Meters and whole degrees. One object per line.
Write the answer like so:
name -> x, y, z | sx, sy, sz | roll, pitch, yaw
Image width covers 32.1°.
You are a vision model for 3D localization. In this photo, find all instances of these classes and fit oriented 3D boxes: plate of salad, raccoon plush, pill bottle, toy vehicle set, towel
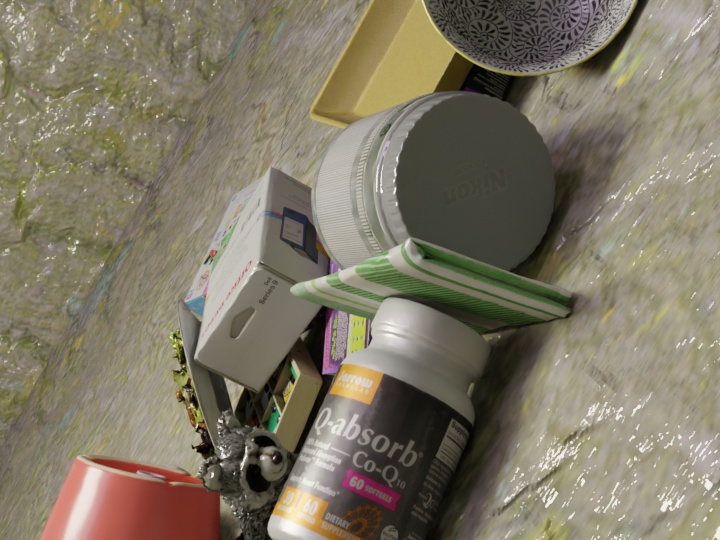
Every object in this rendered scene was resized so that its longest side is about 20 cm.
plate of salad -> -0.177, 0.131, 1.372 | 0.047, 0.202, 0.200 | -16, 22, -2
raccoon plush -> -0.112, 0.217, 1.137 | 0.200, 0.133, 0.097 | -49, 22, 32
pill bottle -> 0.019, 0.131, 0.945 | 0.202, 0.116, 0.116 | -66, 19, -14
toy vehicle set -> -0.092, 0.137, 1.349 | 0.200, 0.026, 0.126 | -130, 61, -71
towel -> 0.051, 0.018, 0.975 | 0.199, 0.151, 0.024 | -18, 58, 63

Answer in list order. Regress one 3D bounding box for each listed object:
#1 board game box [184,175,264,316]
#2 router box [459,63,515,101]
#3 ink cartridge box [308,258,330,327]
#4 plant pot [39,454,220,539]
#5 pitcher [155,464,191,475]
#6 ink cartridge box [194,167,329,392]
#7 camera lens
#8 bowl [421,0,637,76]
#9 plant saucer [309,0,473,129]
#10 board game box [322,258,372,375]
board game box -> -0.190, -0.036, 1.889 | 0.153, 0.040, 0.202 | -19, 45, 64
router box -> 0.109, -0.221, 1.335 | 0.151, 0.051, 0.200 | -67, 19, -12
ink cartridge box -> -0.061, 0.010, 1.453 | 0.199, 0.050, 0.110 | -28, 37, 58
plant pot -> -0.217, 0.275, 1.176 | 0.200, 0.198, 0.180 | 176, 107, -69
pitcher -> -0.224, 0.313, 1.365 | 0.200, 0.119, 0.174 | -171, 89, -82
ink cartridge box -> -0.102, 0.008, 1.342 | 0.146, 0.087, 0.201 | -54, 17, 27
camera lens -> 0.056, -0.064, 1.065 | 0.161, 0.159, 0.200 | -64, 18, -11
bowl -> 0.153, -0.259, 1.126 | 0.202, 0.199, 0.094 | -62, -12, -4
plant saucer -> 0.054, -0.217, 1.272 | 0.199, 0.048, 0.202 | 26, 86, 56
board game box -> 0.000, 0.000, 1.221 | 0.120, 0.032, 0.203 | -11, 74, 64
